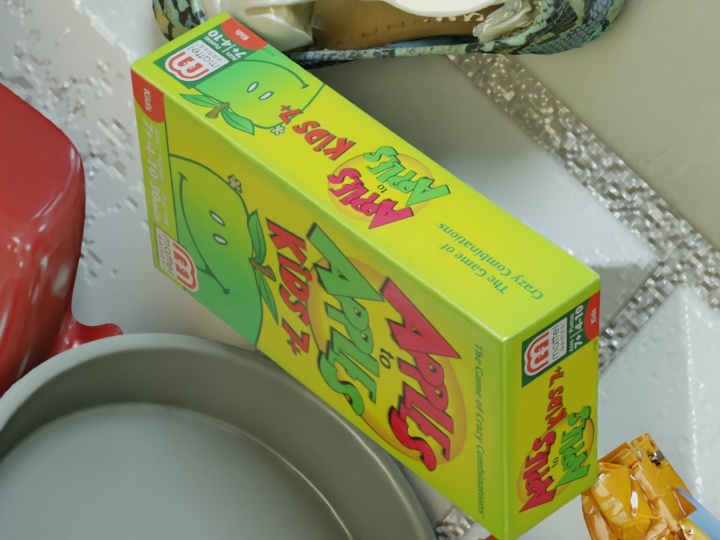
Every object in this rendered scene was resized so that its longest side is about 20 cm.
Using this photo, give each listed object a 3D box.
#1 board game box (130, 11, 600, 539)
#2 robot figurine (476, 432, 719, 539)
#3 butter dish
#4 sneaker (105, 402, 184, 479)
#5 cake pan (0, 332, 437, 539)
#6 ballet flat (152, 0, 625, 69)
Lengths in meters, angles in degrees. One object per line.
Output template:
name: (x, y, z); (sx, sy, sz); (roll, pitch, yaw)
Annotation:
board game box: (0.000, 0.000, 1.078); (0.200, 0.048, 0.102); (37, 146, 35)
robot figurine: (0.115, 0.170, 1.094); (0.145, 0.058, 0.200); (-36, 80, 23)
butter dish: (-0.161, 0.013, 1.159); (0.148, 0.200, 0.200); (27, 110, -7)
sneaker: (-0.151, 0.110, 1.206); (0.200, 0.075, 0.079); (-43, 76, 24)
cake pan: (-0.061, 0.118, 1.103); (0.200, 0.200, 0.037); (53, 139, 10)
ballet flat: (-0.001, -0.109, 1.108); (0.200, 0.074, 0.074); (-3, 95, 26)
